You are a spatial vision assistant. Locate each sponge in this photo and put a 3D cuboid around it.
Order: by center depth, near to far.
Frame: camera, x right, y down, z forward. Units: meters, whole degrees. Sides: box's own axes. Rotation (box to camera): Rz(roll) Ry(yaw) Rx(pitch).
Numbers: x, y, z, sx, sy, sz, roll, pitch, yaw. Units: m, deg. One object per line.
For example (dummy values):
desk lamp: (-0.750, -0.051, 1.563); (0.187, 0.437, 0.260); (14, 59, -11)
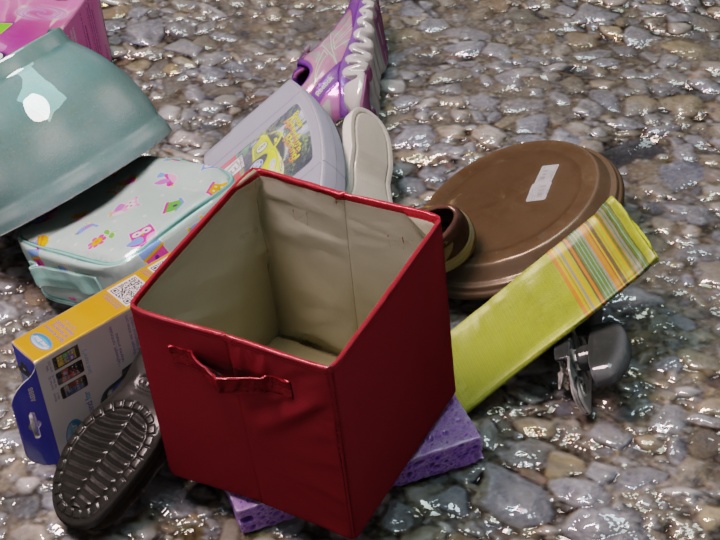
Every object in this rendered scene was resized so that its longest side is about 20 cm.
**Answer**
sponge: (-0.015, 0.132, 1.421); (0.199, 0.030, 0.112); (-16, 40, -10)

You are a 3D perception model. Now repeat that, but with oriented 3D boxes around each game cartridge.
game cartridge: (-0.076, -0.087, 1.634); (0.133, 0.041, 0.200); (-36, 36, 14)

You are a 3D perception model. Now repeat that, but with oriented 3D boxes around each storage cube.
storage cube: (-0.045, 0.060, 1.348); (0.170, 0.180, 0.200); (15, 46, 24)

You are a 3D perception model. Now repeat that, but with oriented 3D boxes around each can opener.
can opener: (0.188, 0.038, 1.483); (0.066, 0.053, 0.200); (-15, 35, 15)

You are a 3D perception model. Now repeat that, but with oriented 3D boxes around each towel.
towel: (0.144, 0.027, 1.456); (0.200, 0.018, 0.086); (-39, 37, 9)

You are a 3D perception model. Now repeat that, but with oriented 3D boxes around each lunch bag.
lunch bag: (-0.198, -0.026, 1.568); (0.160, 0.077, 0.200); (-41, 29, -26)

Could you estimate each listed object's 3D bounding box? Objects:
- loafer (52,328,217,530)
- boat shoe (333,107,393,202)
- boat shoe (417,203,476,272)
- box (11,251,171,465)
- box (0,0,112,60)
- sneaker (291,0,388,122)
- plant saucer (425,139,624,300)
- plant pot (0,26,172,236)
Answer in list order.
loafer: (-0.162, 0.123, 1.414); (0.073, 0.071, 0.200); (25, 72, 32)
boat shoe: (-0.012, -0.055, 1.621); (0.060, 0.074, 0.201); (-33, 45, 37)
boat shoe: (0.000, 0.000, 1.501); (0.199, 0.072, 0.072); (-25, 75, 6)
box: (-0.194, 0.072, 1.449); (0.199, 0.120, 0.041); (-29, 44, -25)
box: (-0.375, -0.205, 1.827); (0.175, 0.097, 0.200); (8, 42, 17)
sneaker: (-0.022, -0.207, 1.796); (0.088, 0.081, 0.201); (-6, 40, 14)
plant saucer: (0.131, -0.051, 1.573); (0.199, 0.030, 0.200); (-19, 33, 13)
plant pot: (-0.288, -0.134, 1.628); (0.200, 0.135, 0.200); (-28, 11, 6)
